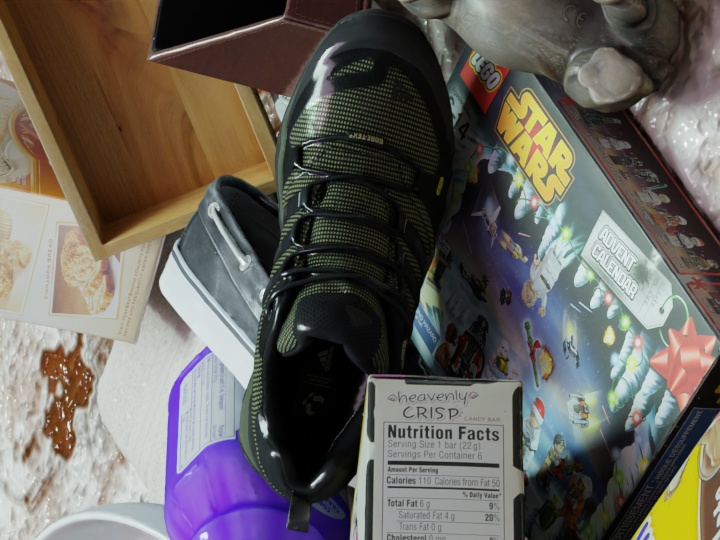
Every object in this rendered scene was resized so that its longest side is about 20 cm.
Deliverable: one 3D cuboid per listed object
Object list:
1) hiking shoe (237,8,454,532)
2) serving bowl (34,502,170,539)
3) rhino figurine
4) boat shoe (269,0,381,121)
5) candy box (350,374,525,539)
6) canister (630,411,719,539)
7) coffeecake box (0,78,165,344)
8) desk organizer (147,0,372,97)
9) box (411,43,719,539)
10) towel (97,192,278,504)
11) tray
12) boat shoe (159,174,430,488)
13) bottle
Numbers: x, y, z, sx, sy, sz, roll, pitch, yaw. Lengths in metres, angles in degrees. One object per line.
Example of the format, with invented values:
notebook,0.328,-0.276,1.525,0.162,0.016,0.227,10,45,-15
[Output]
hiking shoe,0.000,0.000,0.935,0.101,0.075,0.201,-124,42,-77
serving bowl,-0.077,0.197,1.140,0.200,0.066,0.201,18,118,37
rhino figurine,0.038,-0.122,0.920,0.200,0.087,0.060,32,98,18
boat shoe,-0.026,-0.106,1.089,0.074,0.065,0.203,-51,49,44
candy box,0.025,0.156,0.872,0.137,0.061,0.201,96,177,-60
canister,0.139,0.104,0.779,0.149,0.086,0.200,-77,14,-55
coffeecake box,-0.205,-0.044,1.202,0.154,0.199,0.073,-109,33,-64
desk organizer,-0.032,-0.178,1.024,0.072,0.077,0.201,132,148,-62
box,0.078,0.010,0.949,0.200,0.040,0.137,59,135,39
towel,-0.075,0.040,1.192,0.133,0.034,0.201,56,134,42
tray,-0.114,-0.114,1.087,0.037,0.098,0.201,-101,-11,-69
boat shoe,-0.011,0.029,1.046,0.200,0.072,0.068,44,119,36
bottle,-0.044,0.104,1.036,0.065,0.083,0.200,-46,20,18
